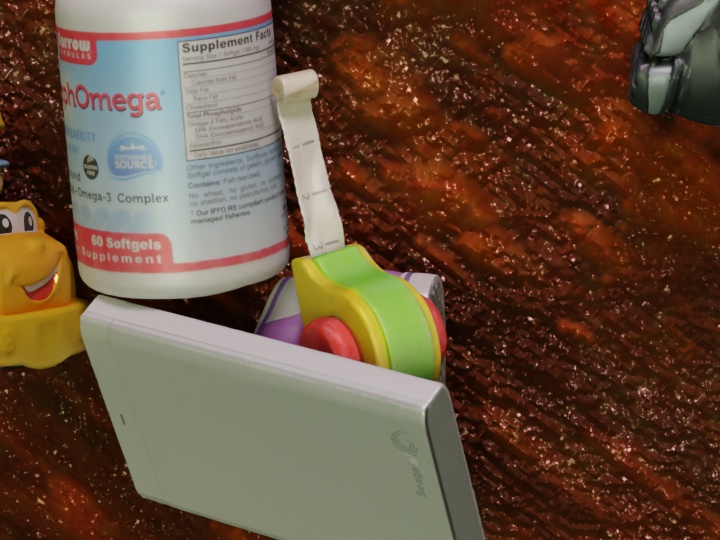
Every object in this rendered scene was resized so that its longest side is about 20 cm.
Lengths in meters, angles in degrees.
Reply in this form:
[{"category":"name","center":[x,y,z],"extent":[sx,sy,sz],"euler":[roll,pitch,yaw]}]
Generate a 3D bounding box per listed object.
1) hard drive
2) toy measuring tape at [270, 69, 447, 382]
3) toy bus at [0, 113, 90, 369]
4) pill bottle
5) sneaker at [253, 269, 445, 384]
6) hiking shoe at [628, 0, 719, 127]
[{"category":"hard drive","center":[-0.038,0.086,1.379],"extent":[0.200,0.026,0.132],"euler":[14,138,30]},{"category":"toy measuring tape","center":[0.000,0.000,1.367],"extent":[0.073,0.074,0.200],"euler":[-9,98,11]},{"category":"toy bus","center":[-0.237,-0.043,1.409],"extent":[0.200,0.136,0.192],"euler":[7,96,24]},{"category":"pill bottle","center":[-0.096,-0.093,1.395],"extent":[0.109,0.109,0.200],"euler":[-2,103,9]},{"category":"sneaker","center":[-0.014,0.099,1.455],"extent":[0.114,0.073,0.201],"euler":[1,93,12]},{"category":"hiking shoe","center":[0.199,-0.160,1.361],"extent":[0.087,0.074,0.200],"euler":[18,116,-4]}]
